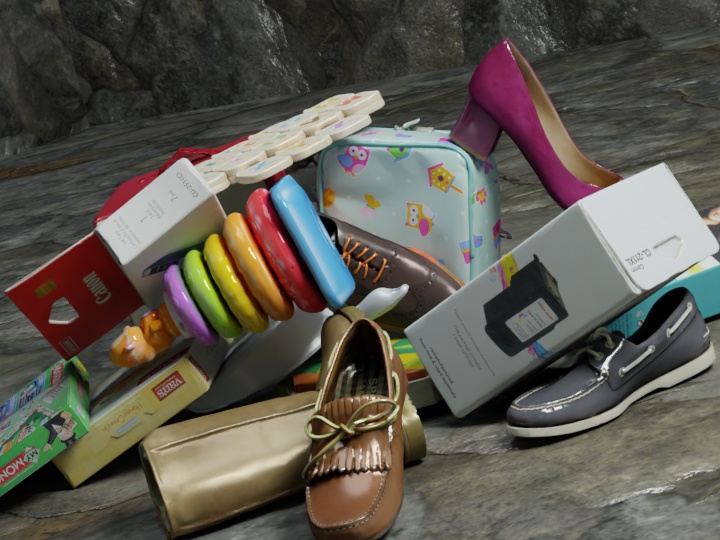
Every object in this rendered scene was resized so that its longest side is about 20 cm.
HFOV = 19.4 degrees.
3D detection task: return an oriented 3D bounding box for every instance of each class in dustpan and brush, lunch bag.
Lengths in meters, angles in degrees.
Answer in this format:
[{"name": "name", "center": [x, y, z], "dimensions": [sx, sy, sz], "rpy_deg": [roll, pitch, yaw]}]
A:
[{"name": "dustpan and brush", "center": [-0.044, 0.052, 1.733], "dimensions": [0.200, 0.057, 0.140], "rpy_deg": [-40, 7, 30]}, {"name": "lunch bag", "center": [0.038, -0.029, 1.820], "dimensions": [0.159, 0.202, 0.077], "rpy_deg": [5, 17, 24]}]

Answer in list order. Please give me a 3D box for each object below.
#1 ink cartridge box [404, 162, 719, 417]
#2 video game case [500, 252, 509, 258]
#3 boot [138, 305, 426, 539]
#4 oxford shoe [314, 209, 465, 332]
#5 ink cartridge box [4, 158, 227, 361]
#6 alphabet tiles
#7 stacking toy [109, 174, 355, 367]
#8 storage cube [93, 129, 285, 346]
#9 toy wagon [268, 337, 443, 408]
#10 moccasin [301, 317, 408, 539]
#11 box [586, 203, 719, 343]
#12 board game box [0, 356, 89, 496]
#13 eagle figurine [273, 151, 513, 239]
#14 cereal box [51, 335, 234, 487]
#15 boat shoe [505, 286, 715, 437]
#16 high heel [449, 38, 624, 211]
[{"name": "ink cartridge box", "center": [0.154, 0.014, 1.603], "dimensions": [0.200, 0.083, 0.145], "rpy_deg": [-38, -9, 36]}, {"name": "video game case", "center": [0.239, -0.008, 1.943], "dimensions": [0.180, 0.036, 0.200], "rpy_deg": [-15, 11, -13]}, {"name": "boot", "center": [-0.070, 0.106, 1.559], "dimensions": [0.198, 0.067, 0.175], "rpy_deg": [-16, 33, -12]}, {"name": "oxford shoe", "center": [0.000, 0.000, 1.750], "dimensions": [0.199, 0.072, 0.073], "rpy_deg": [22, -3, 18]}, {"name": "ink cartridge box", "center": [-0.181, 0.009, 1.702], "dimensions": [0.176, 0.045, 0.200], "rpy_deg": [-38, -18, -6]}, {"name": "alphabet tiles", "center": [-0.079, -0.106, 1.805], "dimensions": [0.199, 0.015, 0.195], "rpy_deg": [-29, 13, -21]}, {"name": "stacking toy", "center": [-0.113, 0.019, 1.656], "dimensions": [0.199, 0.110, 0.116], "rpy_deg": [-30, 3, 4]}, {"name": "storage cube", "center": [-0.139, -0.014, 1.997], "dimensions": [0.170, 0.201, 0.180], "rpy_deg": [-20, 11, 5]}, {"name": "toy wagon", "center": [-0.002, 0.092, 1.721], "dimensions": [0.199, 0.040, 0.155], "rpy_deg": [-4, 14, 40]}, {"name": "moccasin", "center": [-0.002, 0.110, 1.437], "dimensions": [0.073, 0.078, 0.202], "rpy_deg": [-5, 37, 18]}, {"name": "box", "center": [0.264, 0.002, 1.747], "dimensions": [0.199, 0.049, 0.082], "rpy_deg": [-20, 35, -18]}, {"name": "board game box", "center": [-0.285, 0.137, 1.735], "dimensions": [0.134, 0.029, 0.200], "rpy_deg": [-35, 12, 0]}, {"name": "eagle figurine", "center": [0.024, -0.057, 1.934], "dimensions": [0.151, 0.200, 0.152], "rpy_deg": [-38, -3, -1]}, {"name": "cereal box", "center": [-0.177, 0.098, 1.761], "dimensions": [0.143, 0.040, 0.200], "rpy_deg": [-36, 7, 11]}, {"name": "boat shoe", "center": [0.181, 0.068, 1.564], "dimensions": [0.199, 0.063, 0.072], "rpy_deg": [-22, 17, -32]}, {"name": "high heel", "center": [0.176, -0.106, 1.737], "dimensions": [0.199, 0.097, 0.068], "rpy_deg": [27, 24, -3]}]
